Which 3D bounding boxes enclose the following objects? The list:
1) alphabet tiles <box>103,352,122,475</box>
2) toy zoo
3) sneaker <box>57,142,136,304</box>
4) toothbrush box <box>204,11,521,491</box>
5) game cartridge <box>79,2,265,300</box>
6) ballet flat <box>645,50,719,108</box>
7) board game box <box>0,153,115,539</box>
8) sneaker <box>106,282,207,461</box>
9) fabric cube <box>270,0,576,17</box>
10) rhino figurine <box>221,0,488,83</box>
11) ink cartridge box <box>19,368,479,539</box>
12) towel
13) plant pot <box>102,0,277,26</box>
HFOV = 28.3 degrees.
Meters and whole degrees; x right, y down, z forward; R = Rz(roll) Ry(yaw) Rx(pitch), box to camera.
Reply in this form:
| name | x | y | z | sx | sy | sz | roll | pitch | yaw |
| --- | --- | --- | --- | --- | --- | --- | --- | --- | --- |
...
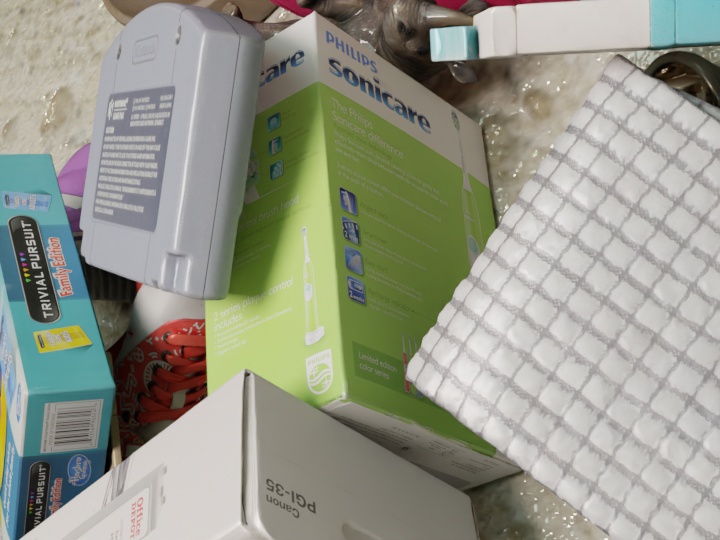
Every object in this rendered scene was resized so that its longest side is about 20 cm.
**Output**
| name | x | y | z | sx | sy | sz | roll | pitch | yaw |
| --- | --- | --- | --- | --- | --- | --- | --- | --- | --- |
| alphabet tiles | -0.157 | 0.122 | 0.805 | 0.200 | 0.006 | 0.168 | 137 | 127 | -61 |
| toy zoo | 0.128 | -0.103 | 0.599 | 0.198 | 0.131 | 0.021 | -1 | 98 | 11 |
| sneaker | -0.130 | -0.038 | 0.889 | 0.199 | 0.073 | 0.115 | 8 | 61 | 33 |
| toothbrush box | 0.000 | 0.000 | 0.705 | 0.086 | 0.145 | 0.202 | -23 | 59 | 33 |
| game cartridge | -0.096 | -0.061 | 0.697 | 0.200 | 0.041 | 0.135 | -167 | 89 | -67 |
| ballet flat | 0.127 | -0.004 | 0.652 | 0.067 | 0.063 | 0.202 | 8 | 78 | 43 |
| board game box | -0.184 | 0.054 | 0.794 | 0.201 | 0.046 | 0.152 | -118 | 33 | -46 |
| sneaker | -0.104 | 0.070 | 0.797 | 0.202 | 0.067 | 0.109 | -48 | 46 | 42 |
| fabric cube | 0.014 | -0.258 | 0.770 | 0.198 | 0.196 | 0.202 | 14 | 80 | 41 |
| rhino figurine | 0.001 | -0.124 | 0.776 | 0.199 | 0.087 | 0.060 | -1 | 74 | 55 |
| ink cartridge box | -0.061 | 0.150 | 0.631 | 0.200 | 0.146 | 0.083 | -37 | 37 | 29 |
| towel | 0.141 | 0.035 | 0.571 | 0.199 | 0.086 | 0.166 | 35 | 88 | 14 |
| plant pot | -0.141 | -0.265 | 0.924 | 0.199 | 0.173 | 0.202 | -16 | 63 | 34 |
